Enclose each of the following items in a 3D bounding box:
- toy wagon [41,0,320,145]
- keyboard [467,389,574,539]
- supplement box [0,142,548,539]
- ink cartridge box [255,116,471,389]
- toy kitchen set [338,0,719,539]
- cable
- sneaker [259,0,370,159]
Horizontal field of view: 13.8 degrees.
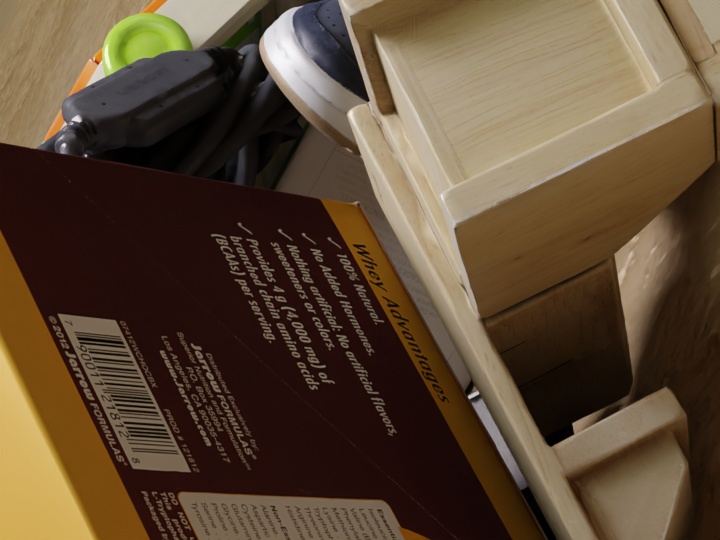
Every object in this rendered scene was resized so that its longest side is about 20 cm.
[{"bbox_3d":[-0.071,-0.057,1.114,0.200,0.040,0.155,-44,-15,-17],"label":"toy wagon"},{"bbox_3d":[0.002,0.116,1.011,0.200,0.040,0.104,-31,45,31],"label":"keyboard"},{"bbox_3d":[-0.062,0.084,0.853,0.133,0.200,0.197,-43,60,27],"label":"supplement box"},{"bbox_3d":[0.000,0.000,1.126,0.200,0.104,0.059,-61,16,16],"label":"ink cartridge box"},{"bbox_3d":[0.113,-0.010,0.869,0.200,0.180,0.163,70,174,-69],"label":"toy kitchen set"},{"bbox_3d":[-0.076,-0.004,1.012,0.200,0.051,0.163,-39,-23,-59],"label":"cable"},{"bbox_3d":[0.059,-0.090,0.970,0.109,0.200,0.070,-49,63,28],"label":"sneaker"}]
